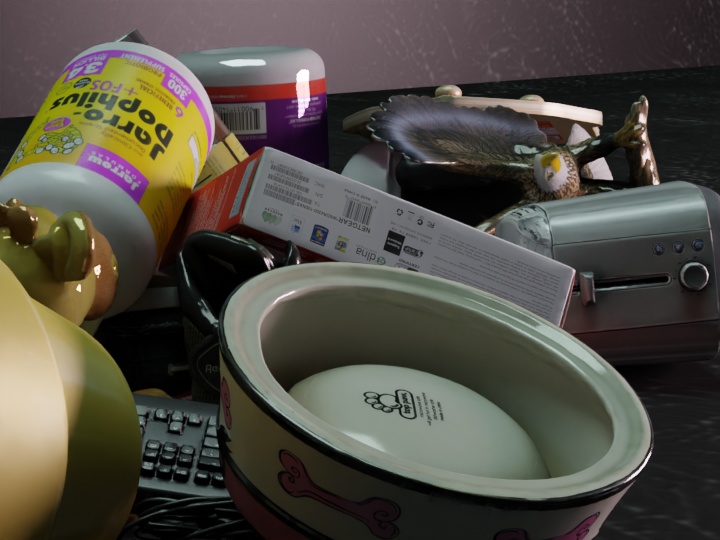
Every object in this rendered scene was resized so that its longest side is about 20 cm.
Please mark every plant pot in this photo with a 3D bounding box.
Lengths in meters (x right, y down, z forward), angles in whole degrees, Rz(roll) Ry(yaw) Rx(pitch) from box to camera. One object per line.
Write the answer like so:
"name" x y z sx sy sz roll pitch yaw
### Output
"plant pot" -0.190 0.075 0.965 0.200 0.202 0.189 2 -6 24

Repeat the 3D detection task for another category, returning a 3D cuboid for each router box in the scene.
"router box" 0.000 0.000 1.363 0.199 0.049 0.179 21 -15 -15

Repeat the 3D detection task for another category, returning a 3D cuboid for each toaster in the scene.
"toaster" 0.158 0.004 1.472 0.128 0.114 0.200 -5 3 -3

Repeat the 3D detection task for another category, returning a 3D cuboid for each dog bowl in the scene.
"dog bowl" 0.025 0.075 1.029 0.199 0.074 0.200 14 25 -7

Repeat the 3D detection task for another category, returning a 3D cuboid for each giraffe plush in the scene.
"giraffe plush" -0.177 0.039 1.196 0.172 0.163 0.200 -1 9 5

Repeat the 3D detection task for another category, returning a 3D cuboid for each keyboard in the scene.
"keyboard" -0.042 0.092 1.078 0.199 0.040 0.104 7 39 0

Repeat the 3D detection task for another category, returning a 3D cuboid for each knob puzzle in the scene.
"knob puzzle" 0.083 -0.121 1.734 0.218 0.031 0.220 0 -4 0

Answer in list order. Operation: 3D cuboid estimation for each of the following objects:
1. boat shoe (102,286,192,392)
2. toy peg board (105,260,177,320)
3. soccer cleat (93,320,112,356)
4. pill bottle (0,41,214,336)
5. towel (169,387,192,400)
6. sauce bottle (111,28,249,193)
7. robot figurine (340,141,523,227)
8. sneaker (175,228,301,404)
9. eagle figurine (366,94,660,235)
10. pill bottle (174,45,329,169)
"boat shoe" -0.113 0.048 1.447 0.075 0.061 0.200 -6 -6 19
"toy peg board" -0.207 -0.025 1.510 0.198 0.098 0.200 5 -14 -24
"soccer cleat" -0.210 0.041 1.433 0.070 0.087 0.199 6 13 42
"pill bottle" -0.157 -0.041 1.346 0.104 0.105 0.200 0 37 15
"towel" -0.025 0.083 1.332 0.199 0.023 0.144 3 13 41
"sauce bottle" -0.105 -0.068 1.524 0.065 0.200 0.065 -34 6 4
"robot figurine" 0.079 -0.040 1.744 0.199 0.151 0.125 -1 26 6
"sneaker" -0.050 0.026 1.287 0.076 0.115 0.199 -2 9 14
"eagle figurine" 0.110 -0.056 1.595 0.199 0.151 0.152 -14 45 -1
"pill bottle" -0.076 -0.054 1.615 0.112 0.201 0.112 -2 10 0
